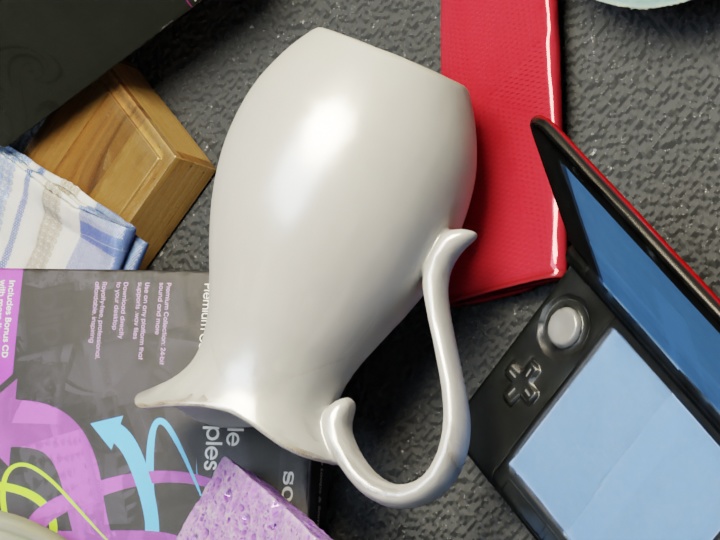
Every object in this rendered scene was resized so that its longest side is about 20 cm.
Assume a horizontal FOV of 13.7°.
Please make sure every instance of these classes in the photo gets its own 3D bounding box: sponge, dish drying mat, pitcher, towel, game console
[{"bbox_3d":[-0.085,0.197,1.428,0.201,0.030,0.111,-58,32,2],"label":"sponge"},{"bbox_3d":[0.070,-0.086,1.466,0.077,0.018,0.201,-15,71,41],"label":"dish drying mat"},{"bbox_3d":[0.000,0.000,1.426,0.171,0.121,0.201,22,92,24],"label":"pitcher"},{"bbox_3d":[-0.204,0.007,1.632,0.200,0.024,0.148,30,100,42],"label":"towel"},{"bbox_3d":[0.112,0.063,1.322,0.173,0.118,0.200,-53,50,17],"label":"game console"}]

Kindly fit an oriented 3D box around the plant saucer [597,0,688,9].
[{"bbox_3d":[0.158,-0.217,1.409,0.200,0.039,0.203,-11,72,38],"label":"plant saucer"}]

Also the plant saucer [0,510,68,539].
[{"bbox_3d":[-0.207,0.215,1.516,0.200,0.200,0.050,-47,17,22],"label":"plant saucer"}]

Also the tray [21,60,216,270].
[{"bbox_3d":[-0.169,-0.011,1.645,0.200,0.037,0.099,-53,51,17],"label":"tray"}]

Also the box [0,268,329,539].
[{"bbox_3d":[-0.110,0.071,1.522,0.199,0.036,0.144,0,79,15],"label":"box"}]

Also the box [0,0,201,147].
[{"bbox_3d":[-0.168,-0.193,1.594,0.200,0.148,0.125,-34,30,30],"label":"box"}]
